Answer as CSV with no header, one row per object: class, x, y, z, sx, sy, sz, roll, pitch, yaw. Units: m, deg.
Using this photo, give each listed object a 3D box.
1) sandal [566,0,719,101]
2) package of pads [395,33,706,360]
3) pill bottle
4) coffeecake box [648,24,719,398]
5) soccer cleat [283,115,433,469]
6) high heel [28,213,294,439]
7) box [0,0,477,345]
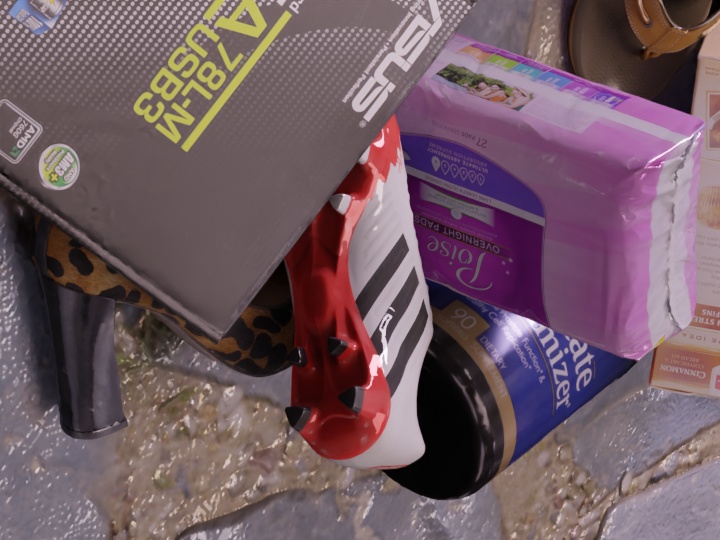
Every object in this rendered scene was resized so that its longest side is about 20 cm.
sandal,0.179,-0.161,1.576,0.080,0.054,0.200,18,128,-24
package of pads,0.076,-0.043,1.442,0.076,0.199,0.121,-35,136,-43
pill bottle,0.087,0.031,1.567,0.200,0.112,0.112,-35,133,-37
coffeecake box,0.225,-0.043,1.687,0.154,0.073,0.201,-56,155,-69
soccer cleat,0.000,0.000,1.385,0.085,0.068,0.201,28,54,-55
high heel,-0.069,-0.017,1.376,0.200,0.071,0.143,-28,130,-35
box,-0.076,-0.100,1.263,0.193,0.047,0.200,39,89,-28
